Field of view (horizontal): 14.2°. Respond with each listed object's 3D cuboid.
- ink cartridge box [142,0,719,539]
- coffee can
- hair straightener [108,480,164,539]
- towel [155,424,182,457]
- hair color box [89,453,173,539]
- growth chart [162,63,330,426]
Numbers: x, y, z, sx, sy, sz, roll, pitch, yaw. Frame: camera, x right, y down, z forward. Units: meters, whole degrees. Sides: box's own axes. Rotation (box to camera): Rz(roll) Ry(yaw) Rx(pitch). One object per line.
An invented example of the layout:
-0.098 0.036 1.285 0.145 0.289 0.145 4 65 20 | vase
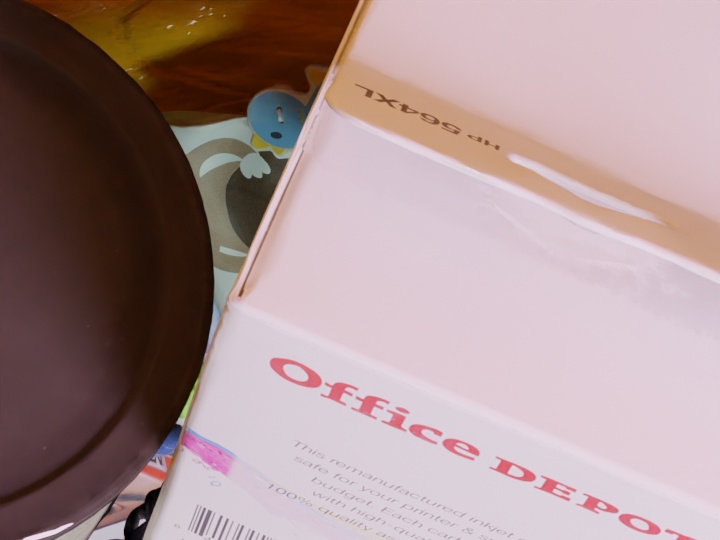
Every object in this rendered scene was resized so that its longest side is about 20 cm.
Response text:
0.037 0.011 0.678 0.128 0.126 0.200 23 153 -2 | ink cartridge box
-0.129 0.029 0.764 0.146 0.147 0.200 -12 165 -18 | coffee can
-0.049 0.081 0.825 0.077 0.041 0.200 -52 177 7 | hair straightener
0.023 0.011 0.987 0.147 0.024 0.200 -21 -177 31 | towel
-0.165 0.088 1.113 0.199 0.064 0.111 -21 164 11 | hair color box
0.000 0.000 0.833 0.199 0.018 0.145 -5 132 34 | growth chart
